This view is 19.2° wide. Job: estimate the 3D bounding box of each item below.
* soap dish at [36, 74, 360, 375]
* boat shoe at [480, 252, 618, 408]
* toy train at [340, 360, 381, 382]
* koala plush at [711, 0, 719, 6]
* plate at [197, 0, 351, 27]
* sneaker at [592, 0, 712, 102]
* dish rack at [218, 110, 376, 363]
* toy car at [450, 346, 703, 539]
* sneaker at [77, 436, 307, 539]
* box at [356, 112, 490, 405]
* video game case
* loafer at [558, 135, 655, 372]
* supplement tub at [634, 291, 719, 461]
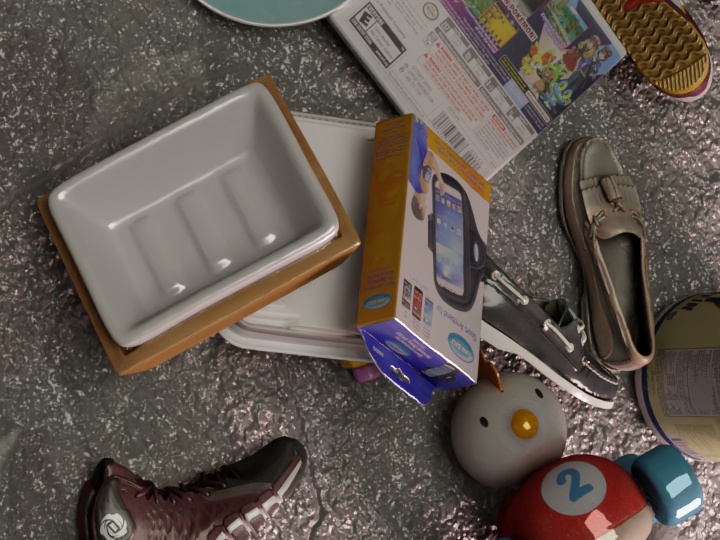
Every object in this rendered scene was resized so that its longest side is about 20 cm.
[{"bbox_3d":[-0.117,-0.030,1.557,0.199,0.081,0.158,-29,67,-2],"label":"soap dish"},{"bbox_3d":[0.148,0.049,1.721,0.199,0.076,0.061,31,96,-38],"label":"boat shoe"},{"bbox_3d":[0.000,0.000,1.681,0.200,0.056,0.150,-47,107,-21],"label":"toy train"},{"bbox_3d":[0.406,-0.329,1.822,0.176,0.200,0.186,-3,88,-26],"label":"koala plush"},{"bbox_3d":[-0.069,-0.289,1.660,0.198,0.026,0.202,0,90,-8],"label":"plate"},{"bbox_3d":[0.232,-0.229,1.809,0.075,0.090,0.201,-29,76,10],"label":"sneaker"},{"bbox_3d":[-0.028,-0.034,1.636,0.170,0.044,0.202,7,68,-16],"label":"dish rack"},{"bbox_3d":[0.134,0.148,1.686,0.183,0.177,0.201,-28,86,-13],"label":"toy car"},{"bbox_3d":[-0.137,0.167,1.593,0.200,0.076,0.116,-44,102,-21],"label":"sneaker"},{"bbox_3d":[0.049,-0.003,1.610,0.119,0.041,0.202,38,47,-46],"label":"box"},{"bbox_3d":[0.095,-0.192,1.718,0.182,0.023,0.200,-42,113,-5],"label":"video game case"},{"bbox_3d":[0.216,-0.016,1.783,0.071,0.063,0.202,-8,90,-27],"label":"loafer"},{"bbox_3d":[0.335,0.087,1.759,0.144,0.200,0.147,2,86,-26],"label":"supplement tub"}]
